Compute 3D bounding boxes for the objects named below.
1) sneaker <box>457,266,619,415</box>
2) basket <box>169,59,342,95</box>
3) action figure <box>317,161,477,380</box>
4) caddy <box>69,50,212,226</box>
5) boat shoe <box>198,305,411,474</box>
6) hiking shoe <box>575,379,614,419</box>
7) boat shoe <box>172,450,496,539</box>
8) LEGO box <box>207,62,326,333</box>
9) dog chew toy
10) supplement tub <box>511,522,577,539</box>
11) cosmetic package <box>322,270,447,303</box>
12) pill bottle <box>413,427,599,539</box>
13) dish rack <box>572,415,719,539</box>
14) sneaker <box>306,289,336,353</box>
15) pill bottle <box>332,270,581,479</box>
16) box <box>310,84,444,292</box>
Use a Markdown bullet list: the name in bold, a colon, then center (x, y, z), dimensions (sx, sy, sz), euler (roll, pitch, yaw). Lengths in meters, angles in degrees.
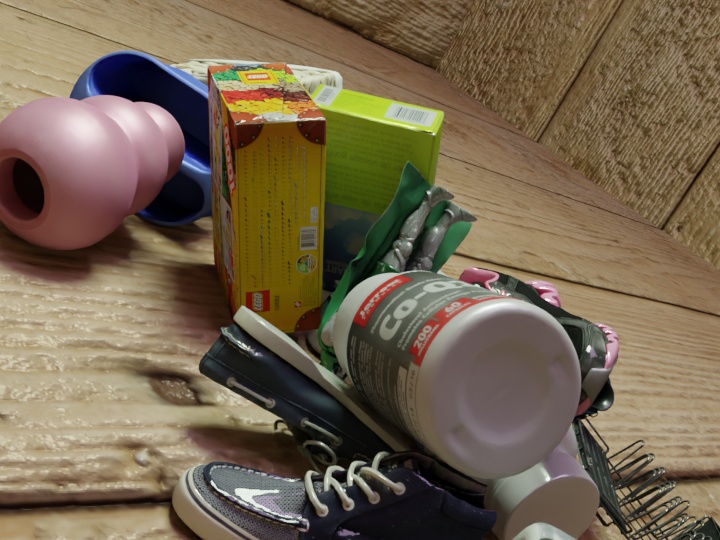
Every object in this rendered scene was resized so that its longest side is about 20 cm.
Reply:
- **sneaker**: center (0.123, 0.045, 0.749), dimensions (0.095, 0.079, 0.200), euler (28, 7, -17)
- **basket**: center (-0.134, -0.161, 1.091), dimensions (0.199, 0.136, 0.123), euler (10, 18, 22)
- **action figure**: center (0.022, 0.019, 0.842), dimensions (0.118, 0.200, 0.055), euler (36, -2, -43)
- **caddy**: center (-0.204, -0.132, 0.981), dimensions (0.200, 0.142, 0.105), euler (34, 13, 13)
- **boat shoe**: center (-0.032, 0.106, 0.717), dimensions (0.200, 0.062, 0.075), euler (42, -3, -32)
- **hiking shoe**: center (0.189, 0.120, 0.905), dimensions (0.086, 0.075, 0.200), euler (23, -22, 23)
- **boat shoe**: center (-0.010, 0.143, 0.612), dimensions (0.199, 0.093, 0.075), euler (24, 19, -18)
- **LEGO box**: center (-0.086, -0.065, 0.864), dimensions (0.077, 0.201, 0.149), euler (-6, 29, -15)
- **dog chew toy**: center (-0.224, -0.094, 0.837), dimensions (0.124, 0.125, 0.200), euler (33, 29, 12)
- **supplement tub**: center (0.156, 0.244, 0.550), dimensions (0.200, 0.123, 0.123), euler (32, 18, 4)
- **cosmetic package**: center (0.000, 0.000, 1.034), dimensions (0.200, 0.081, 0.113), euler (33, 16, 14)
- **pill bottle**: center (0.105, 0.132, 0.790), dimensions (0.111, 0.111, 0.200), euler (18, 21, -32)
- **dish rack**: center (0.250, 0.208, 0.814), dimensions (0.200, 0.054, 0.153), euler (51, 14, -9)
- **sneaker**: center (0.054, 0.074, 0.916), dimensions (0.199, 0.080, 0.071), euler (25, 18, -16)
- **pill bottle**: center (0.055, 0.061, 0.685), dimensions (0.114, 0.114, 0.200), euler (22, 0, -22)
- **box**: center (0.005, -0.064, 0.908), dimensions (0.121, 0.201, 0.048), euler (15, 39, 11)
